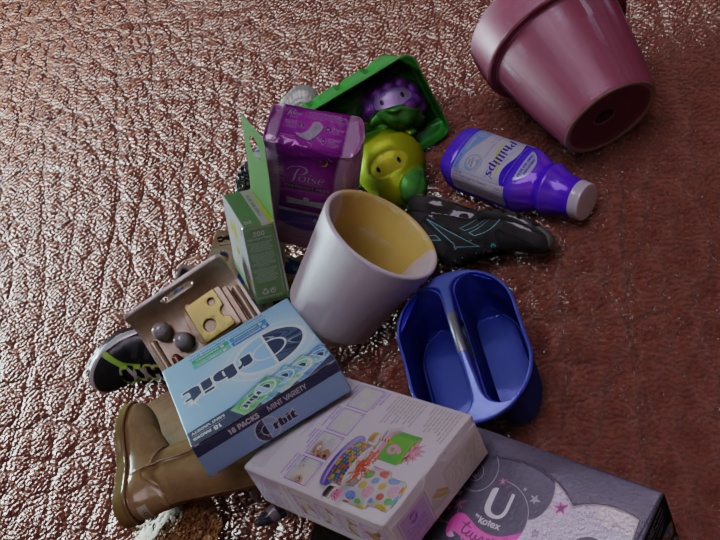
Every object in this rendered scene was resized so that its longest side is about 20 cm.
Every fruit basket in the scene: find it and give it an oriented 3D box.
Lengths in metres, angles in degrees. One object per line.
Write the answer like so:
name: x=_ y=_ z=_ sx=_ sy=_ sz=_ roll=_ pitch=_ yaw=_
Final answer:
fruit basket: x=0.017 y=-0.172 z=1.427 sx=0.215 sy=0.156 sz=0.216 roll=-22 pitch=33 yaw=15

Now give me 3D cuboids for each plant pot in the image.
plant pot: x=0.265 y=-0.254 z=1.341 sx=0.199 sy=0.200 sz=0.179 roll=-30 pitch=65 yaw=3

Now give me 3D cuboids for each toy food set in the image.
toy food set: x=-0.177 y=0.098 z=1.305 sx=0.143 sy=0.060 sz=0.200 roll=-34 pitch=78 yaw=-1

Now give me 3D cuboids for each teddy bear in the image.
teddy bear: x=-0.235 y=0.333 z=1.231 sx=0.145 sy=0.067 sz=0.200 roll=13 pitch=65 yaw=49

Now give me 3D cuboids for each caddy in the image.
caddy: x=0.119 y=0.092 z=1.200 sx=0.141 sy=0.105 sz=0.201 roll=-22 pitch=50 yaw=9

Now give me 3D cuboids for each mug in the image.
mug: x=0.002 y=0.007 z=1.301 sx=0.149 sy=0.186 sz=0.153 roll=47 pitch=124 yaw=22

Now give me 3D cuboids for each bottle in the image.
bottle: x=0.196 y=-0.115 z=1.340 sx=0.200 sy=0.065 sz=0.084 roll=26 pitch=69 yaw=37

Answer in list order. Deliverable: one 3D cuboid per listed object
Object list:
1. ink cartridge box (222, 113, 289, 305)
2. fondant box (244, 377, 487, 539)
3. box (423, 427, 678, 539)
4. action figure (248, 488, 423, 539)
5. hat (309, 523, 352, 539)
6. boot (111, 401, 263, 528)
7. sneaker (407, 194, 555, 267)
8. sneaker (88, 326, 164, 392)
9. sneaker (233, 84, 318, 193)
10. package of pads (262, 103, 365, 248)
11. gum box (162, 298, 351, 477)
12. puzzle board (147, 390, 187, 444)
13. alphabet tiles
ink cartridge box: x=-0.137 y=-0.077 z=1.327 sx=0.048 sy=0.201 sz=0.146 roll=-15 pitch=23 yaw=-12
fondant box: x=0.003 y=0.187 z=1.071 sx=0.199 sy=0.058 sz=0.144 roll=10 pitch=46 yaw=45
box: x=0.183 y=0.258 z=1.046 sx=0.199 sy=0.115 sz=0.132 roll=16 pitch=64 yaw=33
action figure: x=-0.011 y=0.235 z=1.167 sx=0.193 sy=0.105 sz=0.200 roll=-45 pitch=49 yaw=2
hat: x=0.032 y=0.319 z=1.084 sx=0.200 sy=0.081 sz=0.202 roll=3 pitch=94 yaw=47
boot: x=-0.177 y=0.195 z=1.223 sx=0.199 sy=0.066 sz=0.176 roll=-21 pitch=45 yaw=11
sneaker: x=0.142 y=-0.037 z=1.320 sx=0.199 sy=0.075 sz=0.080 roll=13 pitch=83 yaw=33
sneaker: x=-0.260 y=0.110 z=1.390 sx=0.199 sy=0.072 sz=0.083 roll=-30 pitch=48 yaw=3
sneaker: x=-0.112 y=-0.169 z=1.537 sx=0.072 sy=0.072 sz=0.201 roll=28 pitch=83 yaw=10
package of pads: x=-0.061 y=-0.109 z=1.355 sx=0.120 sy=0.200 sz=0.076 roll=10 pitch=52 yaw=2
gum box: x=-0.118 y=0.120 z=1.174 sx=0.169 sy=0.045 sz=0.200 roll=-30 pitch=24 yaw=-8
puzzle board: x=-0.164 y=0.174 z=1.337 sx=0.200 sy=0.017 sz=0.151 roll=-32 pitch=48 yaw=1
alphabet tiles: x=-0.162 y=0.026 z=1.402 sx=0.166 sy=0.008 sz=0.201 roll=6 pitch=50 yaw=7
